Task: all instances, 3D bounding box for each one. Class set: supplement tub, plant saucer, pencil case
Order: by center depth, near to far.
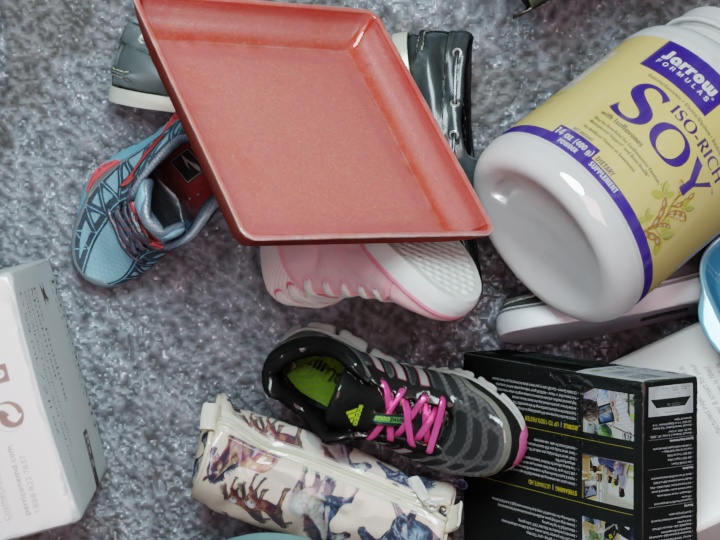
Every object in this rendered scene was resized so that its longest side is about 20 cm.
[{"bbox_3d":[-0.036,-0.090,1.140,0.200,0.037,0.200,-3,55,-38],"label":"plant saucer"},{"bbox_3d":[0.191,-0.075,1.203,0.200,0.145,0.145,-38,95,-22],"label":"supplement tub"},{"bbox_3d":[-0.027,0.153,1.254,0.200,0.078,0.090,21,135,-4],"label":"pencil case"}]

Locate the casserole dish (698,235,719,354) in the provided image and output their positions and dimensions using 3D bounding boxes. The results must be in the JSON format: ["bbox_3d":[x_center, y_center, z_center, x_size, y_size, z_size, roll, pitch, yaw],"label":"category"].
[{"bbox_3d":[0.325,0.005,1.199,0.200,0.039,0.121,-25,70,6],"label":"casserole dish"}]

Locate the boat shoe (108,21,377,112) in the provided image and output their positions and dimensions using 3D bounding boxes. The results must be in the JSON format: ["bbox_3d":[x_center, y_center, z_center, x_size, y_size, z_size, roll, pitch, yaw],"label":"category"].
[{"bbox_3d":[-0.075,-0.135,1.241,0.200,0.073,0.062,6,97,1],"label":"boat shoe"}]

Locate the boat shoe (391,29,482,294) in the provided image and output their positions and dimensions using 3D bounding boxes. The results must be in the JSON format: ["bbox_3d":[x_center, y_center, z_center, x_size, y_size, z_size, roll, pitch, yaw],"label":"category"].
[{"bbox_3d":[0.072,-0.075,1.253,0.066,0.075,0.200,-11,85,9],"label":"boat shoe"}]

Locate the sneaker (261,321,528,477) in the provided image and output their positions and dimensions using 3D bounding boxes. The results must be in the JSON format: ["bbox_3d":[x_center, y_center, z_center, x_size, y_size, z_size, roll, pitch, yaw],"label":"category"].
[{"bbox_3d":[0.015,0.095,1.221,0.200,0.087,0.074,23,107,20],"label":"sneaker"}]

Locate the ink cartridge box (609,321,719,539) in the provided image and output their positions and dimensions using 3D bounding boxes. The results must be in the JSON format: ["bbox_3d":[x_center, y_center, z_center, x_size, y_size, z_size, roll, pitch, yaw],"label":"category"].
[{"bbox_3d":[0.278,0.106,1.239,0.200,0.084,0.146,-24,54,0],"label":"ink cartridge box"}]

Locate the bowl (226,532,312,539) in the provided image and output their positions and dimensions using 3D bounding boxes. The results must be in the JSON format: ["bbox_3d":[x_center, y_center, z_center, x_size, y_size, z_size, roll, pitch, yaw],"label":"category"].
[{"bbox_3d":[-0.058,0.259,1.229,0.200,0.105,0.201,5,125,8],"label":"bowl"}]

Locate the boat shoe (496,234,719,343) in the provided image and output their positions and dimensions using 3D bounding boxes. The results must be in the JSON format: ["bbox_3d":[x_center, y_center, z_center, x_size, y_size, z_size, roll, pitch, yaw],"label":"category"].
[{"bbox_3d":[0.191,0.009,1.275,0.200,0.069,0.057,-11,75,-4],"label":"boat shoe"}]

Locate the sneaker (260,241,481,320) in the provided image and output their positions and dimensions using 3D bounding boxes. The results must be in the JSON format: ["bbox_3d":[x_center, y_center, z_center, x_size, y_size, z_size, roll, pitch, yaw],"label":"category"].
[{"bbox_3d":[0.000,0.000,1.211,0.075,0.200,0.105,3,120,-43],"label":"sneaker"}]

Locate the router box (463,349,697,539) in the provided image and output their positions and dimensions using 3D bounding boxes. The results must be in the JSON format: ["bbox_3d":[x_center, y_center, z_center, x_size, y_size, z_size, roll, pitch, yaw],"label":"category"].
[{"bbox_3d":[0.144,0.136,1.209,0.051,0.200,0.149,-2,95,-32],"label":"router box"}]

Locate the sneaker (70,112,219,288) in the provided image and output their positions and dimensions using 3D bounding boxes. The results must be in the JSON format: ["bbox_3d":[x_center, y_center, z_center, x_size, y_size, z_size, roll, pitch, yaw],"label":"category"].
[{"bbox_3d":[-0.141,-0.049,1.202,0.079,0.096,0.200,41,122,-10],"label":"sneaker"}]

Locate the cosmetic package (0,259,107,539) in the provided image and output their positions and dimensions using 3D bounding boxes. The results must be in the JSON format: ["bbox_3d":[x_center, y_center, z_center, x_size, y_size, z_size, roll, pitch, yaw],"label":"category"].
[{"bbox_3d":[-0.274,0.093,1.178,0.165,0.200,0.165,-15,94,-2],"label":"cosmetic package"}]

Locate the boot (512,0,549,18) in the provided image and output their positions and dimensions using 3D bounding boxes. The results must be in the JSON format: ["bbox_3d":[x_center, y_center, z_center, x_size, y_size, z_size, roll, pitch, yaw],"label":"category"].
[{"bbox_3d":[0.125,-0.279,1.168,0.138,0.077,0.200,-27,97,0],"label":"boot"}]
